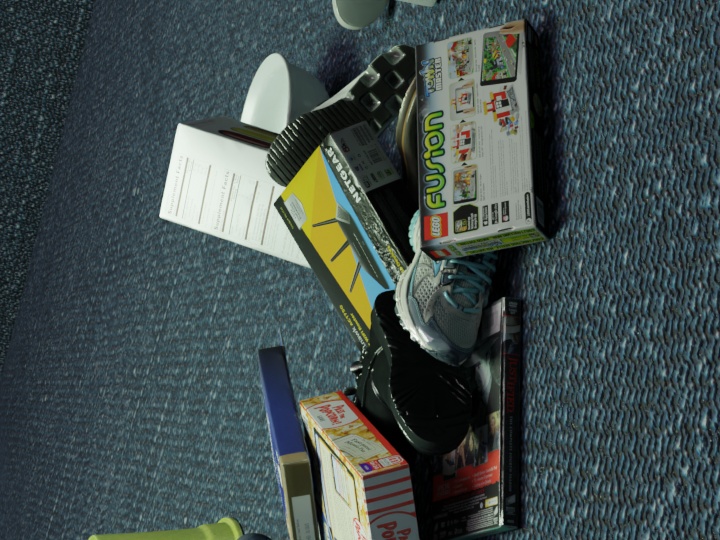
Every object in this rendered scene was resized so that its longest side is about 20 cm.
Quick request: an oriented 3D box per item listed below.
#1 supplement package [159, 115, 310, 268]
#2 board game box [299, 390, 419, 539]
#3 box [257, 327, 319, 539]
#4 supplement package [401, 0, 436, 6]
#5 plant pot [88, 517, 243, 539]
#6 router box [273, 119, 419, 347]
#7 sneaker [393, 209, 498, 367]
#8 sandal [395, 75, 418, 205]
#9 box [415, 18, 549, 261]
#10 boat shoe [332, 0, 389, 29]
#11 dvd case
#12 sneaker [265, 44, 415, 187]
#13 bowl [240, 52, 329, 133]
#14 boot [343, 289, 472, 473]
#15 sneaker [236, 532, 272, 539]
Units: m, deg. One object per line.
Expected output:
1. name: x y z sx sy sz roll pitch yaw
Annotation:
1. supplement package: -0.100 -0.087 1.863 0.114 0.199 0.110 -24 -50 -67
2. board game box: 0.001 0.214 1.548 0.200 0.046 0.152 -139 39 -67
3. box: -0.073 0.163 1.676 0.200 0.032 0.122 -105 7 -52
4. supplement package: 0.035 -0.392 1.762 0.117 0.117 0.201 125 148 -49
5. plant pot: -0.260 0.408 2.169 0.200 0.183 0.202 -172 90 -71
6. router box: 0.008 -0.022 1.653 0.201 0.051 0.149 59 146 12
7. sneaker: 0.084 -0.006 1.516 0.086 0.077 0.201 -42 31 37
8. sandal: 0.070 -0.108 1.636 0.082 0.054 0.201 -41 -37 -52
9. box: 0.105 -0.115 1.494 0.109 0.035 0.201 -11 66 24
10. boat shoe: 0.005 -0.360 1.913 0.064 0.070 0.201 162 122 -67
11. dvd case: 0.102 0.137 1.517 0.146 0.022 0.201 145 129 -63
12. sneaker: -0.014 -0.150 1.777 0.074 0.200 0.089 53 171 -1
13. bowl: -0.077 -0.149 2.018 0.201 0.090 0.202 -171 90 -71
14. boot: 0.039 0.134 1.553 0.199 0.073 0.163 -110 23 -45
15. sneaker: -0.067 0.359 1.762 0.201 0.070 0.082 63 149 5
